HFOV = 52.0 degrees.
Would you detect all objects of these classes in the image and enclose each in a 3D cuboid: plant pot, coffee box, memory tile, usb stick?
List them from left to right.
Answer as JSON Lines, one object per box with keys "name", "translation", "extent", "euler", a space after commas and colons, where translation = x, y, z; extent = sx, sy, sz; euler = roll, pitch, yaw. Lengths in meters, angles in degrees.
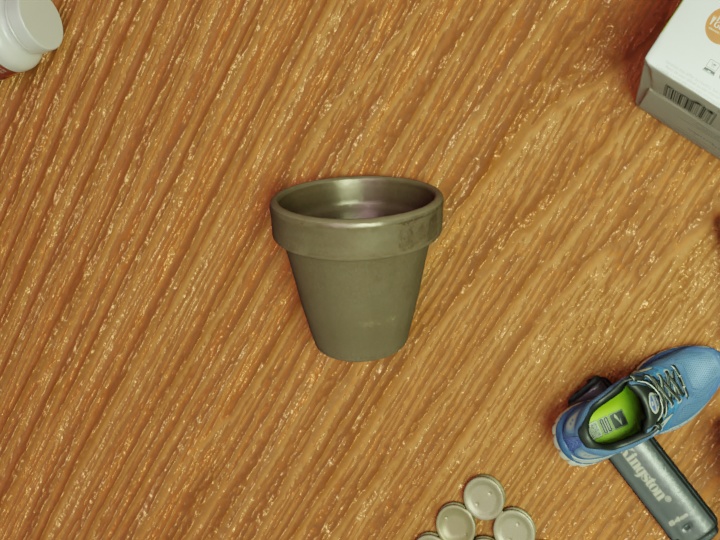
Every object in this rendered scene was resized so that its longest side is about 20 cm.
{"name": "plant pot", "translation": [0.000, 0.000, 0.838], "extent": [0.194, 0.200, 0.180], "euler": [4, 110, 19]}
{"name": "memory tile", "translation": [0.134, 0.358, 0.873], "extent": [0.153, 0.017, 0.201], "euler": [43, 105, 14]}
{"name": "usb stick", "translation": [0.303, 0.206, 0.798], "extent": [0.055, 0.032, 0.202], "euler": [-40, 79, 16]}
{"name": "coffee box", "translation": [0.391, -0.203, 0.666], "extent": [0.198, 0.199, 0.200], "euler": [37, 102, 15]}

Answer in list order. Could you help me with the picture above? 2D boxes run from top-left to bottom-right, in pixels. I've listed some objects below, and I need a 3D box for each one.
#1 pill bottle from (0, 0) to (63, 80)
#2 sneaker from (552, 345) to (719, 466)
{"name": "pill bottle", "translation": [-0.527, -0.329, 1.048], "extent": [0.195, 0.112, 0.116], "euler": [-11, 88, 20]}
{"name": "sneaker", "translation": [0.294, 0.137, 0.748], "extent": [0.196, 0.089, 0.080], "euler": [-28, 78, -9]}
